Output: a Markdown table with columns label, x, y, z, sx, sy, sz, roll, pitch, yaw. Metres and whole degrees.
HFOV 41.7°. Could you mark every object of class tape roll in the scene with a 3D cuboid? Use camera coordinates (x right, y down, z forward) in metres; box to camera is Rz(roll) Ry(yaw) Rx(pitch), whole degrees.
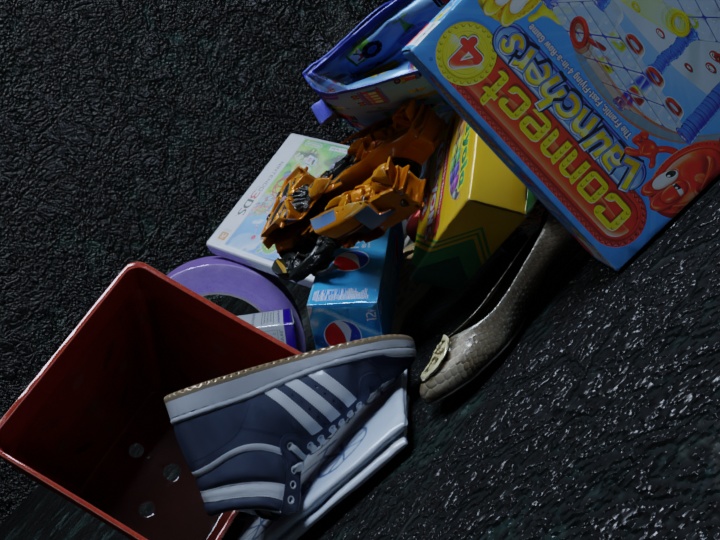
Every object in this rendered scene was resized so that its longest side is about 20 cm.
| label | x | y | z | sx | sy | sz | roll | pitch | yaw |
| --- | --- | --- | --- | --- | --- | --- | --- | --- | --- |
| tape roll | -0.163 | 0.087 | 1.098 | 0.200 | 0.200 | 0.085 | -45 | 8 | 2 |

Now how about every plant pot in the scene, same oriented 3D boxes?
| label | x | y | z | sx | sy | sz | roll | pitch | yaw |
| --- | --- | --- | --- | --- | --- | --- | --- | --- | --- |
| plant pot | -0.172 | 0.151 | 0.840 | 0.200 | 0.199 | 0.177 | -57 | -9 | -30 |

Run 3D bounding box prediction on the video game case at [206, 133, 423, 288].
| label | x | y | z | sx | sy | sz | roll | pitch | yaw |
| --- | --- | --- | --- | --- | --- | --- | --- | --- | --- |
| video game case | -0.054 | -0.070 | 1.070 | 0.199 | 0.022 | 0.182 | 18 | 63 | 36 |

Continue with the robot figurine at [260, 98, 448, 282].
| label | x | y | z | sx | sy | sz | roll | pitch | yaw |
| --- | --- | --- | --- | --- | --- | --- | --- | --- | --- |
| robot figurine | -0.014 | -0.068 | 0.829 | 0.200 | 0.058 | 0.146 | -24 | 37 | 43 |

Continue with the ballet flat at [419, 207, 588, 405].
| label | x | y | z | sx | sy | sz | roll | pitch | yaw |
| --- | --- | --- | --- | --- | --- | --- | --- | --- | --- |
| ballet flat | 0.106 | 0.014 | 0.684 | 0.200 | 0.046 | 0.067 | -47 | 8 | -7 |

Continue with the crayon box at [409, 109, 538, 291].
| label | x | y | z | sx | sy | sz | roll | pitch | yaw |
| --- | --- | --- | --- | --- | --- | --- | --- | --- | --- |
| crayon box | 0.095 | -0.078 | 0.764 | 0.200 | 0.051 | 0.128 | 121 | 161 | -65 |

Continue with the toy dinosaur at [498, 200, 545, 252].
| label | x | y | z | sx | sy | sz | roll | pitch | yaw |
| --- | --- | --- | --- | --- | --- | --- | --- | --- | --- |
| toy dinosaur | 0.144 | -0.084 | 0.826 | 0.136 | 0.102 | 0.200 | -61 | 29 | 9 |

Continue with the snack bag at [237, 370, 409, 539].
| label | x | y | z | sx | sy | sz | roll | pitch | yaw |
| --- | --- | --- | --- | --- | --- | --- | --- | --- | --- |
| snack bag | -0.028 | 0.153 | 0.764 | 0.189 | 0.021 | 0.200 | -44 | 6 | 10 |

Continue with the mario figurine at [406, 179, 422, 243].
| label | x | y | z | sx | sy | sz | roll | pitch | yaw |
| --- | --- | --- | --- | --- | --- | --- | --- | --- | --- |
| mario figurine | 0.101 | -0.099 | 0.984 | 0.106 | 0.124 | 0.200 | -5 | 32 | 44 |

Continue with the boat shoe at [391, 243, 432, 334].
| label | x | y | z | sx | sy | sz | roll | pitch | yaw |
| --- | --- | --- | --- | --- | --- | --- | --- | --- | --- |
| boat shoe | 0.023 | 0.024 | 0.962 | 0.073 | 0.063 | 0.200 | -39 | 11 | 37 |

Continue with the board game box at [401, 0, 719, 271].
| label | x | y | z | sx | sy | sz | roll | pitch | yaw |
| --- | --- | --- | --- | --- | --- | --- | --- | --- | --- |
| board game box | 0.164 | -0.139 | 0.607 | 0.196 | 0.200 | 0.056 | -45 | 11 | 6 |

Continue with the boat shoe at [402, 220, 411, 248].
| label | x | y | z | sx | sy | sz | roll | pitch | yaw |
| --- | --- | --- | --- | --- | --- | --- | --- | --- | --- |
| boat shoe | 0.025 | -0.035 | 1.097 | 0.067 | 0.057 | 0.200 | -56 | -1 | -42 |

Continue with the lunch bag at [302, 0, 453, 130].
| label | x | y | z | sx | sy | sz | roll | pitch | yaw |
| --- | --- | --- | --- | --- | --- | --- | --- | --- | --- |
| lunch bag | 0.051 | -0.173 | 0.807 | 0.199 | 0.094 | 0.151 | -26 | -9 | 12 |

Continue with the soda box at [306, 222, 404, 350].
| label | x | y | z | sx | sy | sz | roll | pitch | yaw |
| --- | --- | --- | --- | --- | --- | --- | --- | --- | --- |
| soda box | 0.000 | 0.000 | 0.892 | 0.064 | 0.068 | 0.200 | -3 | 34 | 11 |

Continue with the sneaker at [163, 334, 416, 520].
| label | x | y | z | sx | sy | sz | roll | pitch | yaw |
| --- | --- | --- | --- | --- | --- | --- | --- | --- | --- |
| sneaker | -0.037 | 0.118 | 0.707 | 0.199 | 0.109 | 0.070 | -14 | -10 | -24 |

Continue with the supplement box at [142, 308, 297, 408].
| label | x | y | z | sx | sy | sz | roll | pitch | yaw |
| --- | --- | --- | --- | --- | --- | --- | --- | --- | --- |
| supplement box | -0.164 | 0.109 | 1.007 | 0.199 | 0.102 | 0.103 | -7 | 7 | -5 |
